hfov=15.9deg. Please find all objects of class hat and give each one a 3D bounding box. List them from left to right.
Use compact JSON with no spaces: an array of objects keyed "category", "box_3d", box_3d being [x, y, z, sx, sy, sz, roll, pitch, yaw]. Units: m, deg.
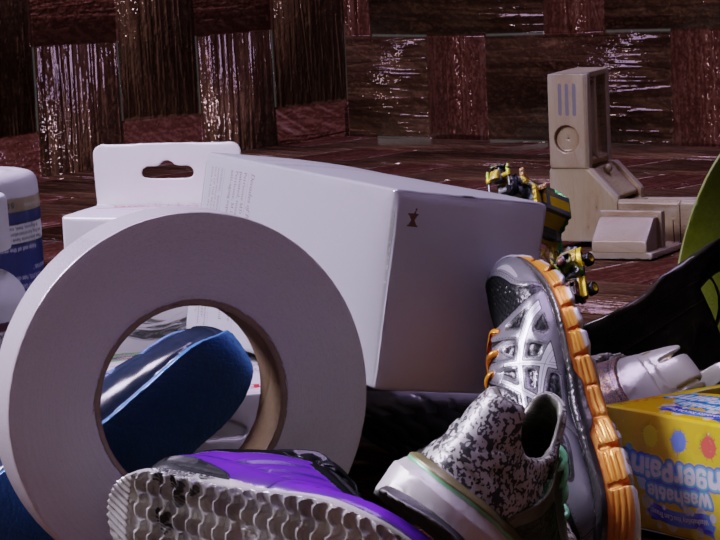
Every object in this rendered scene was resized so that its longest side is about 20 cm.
[{"category":"hat","box_3d":[0.190,0.059,1.684,0.200,0.081,0.201,-29,-10,-6]}]

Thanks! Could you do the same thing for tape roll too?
[{"category":"tape roll","box_3d":[-0.094,0.068,1.356,0.201,0.205,0.037,-6,9,-22]}]

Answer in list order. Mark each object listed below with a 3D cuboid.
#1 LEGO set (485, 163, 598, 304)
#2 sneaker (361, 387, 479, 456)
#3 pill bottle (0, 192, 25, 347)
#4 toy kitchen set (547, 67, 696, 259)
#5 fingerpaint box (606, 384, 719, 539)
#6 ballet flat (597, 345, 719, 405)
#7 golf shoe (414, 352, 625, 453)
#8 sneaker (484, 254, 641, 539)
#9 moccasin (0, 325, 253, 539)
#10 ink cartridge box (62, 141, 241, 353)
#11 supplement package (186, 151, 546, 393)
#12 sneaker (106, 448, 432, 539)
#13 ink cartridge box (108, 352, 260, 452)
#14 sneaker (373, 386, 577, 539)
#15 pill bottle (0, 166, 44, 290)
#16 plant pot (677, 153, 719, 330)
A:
[{"category":"LEGO set","box_3d":[0.050,0.010,1.755,0.199,0.155,0.115,-13,-22,40]},{"category":"sneaker","box_3d":[0.006,0.068,1.669,0.199,0.083,0.075,2,-28,35]},{"category":"pill bottle","box_3d":[-0.240,0.060,1.459,0.109,0.202,0.110,-3,7,0]},{"category":"toy kitchen set","box_3d":[0.283,-0.111,2.633,0.199,0.182,0.163,2,10,28]},{"category":"fingerpaint box","box_3d":[0.257,0.106,1.409,0.166,0.074,0.199,-8,8,-33]},{"category":"ballet flat","box_3d":[0.184,0.075,1.522,0.067,0.068,0.199,-42,-26,27]},{"category":"golf shoe","box_3d":[0.103,0.096,1.559,0.097,0.079,0.199,-5,4,34]},{"category":"sneaker","box_3d":[0.095,0.074,1.411,0.077,0.079,0.201,-15,50,-1]},{"category":"moccasin","box_3d":[-0.145,0.105,1.402,0.199,0.081,0.068,-33,21,-13]},{"category":"ink cartridge box","box_3d":[-0.137,0.017,1.745,0.115,0.202,0.067,-1,9,17]},{"category":"supplement package","box_3d":[0.000,0.000,1.549,0.116,0.118,0.199,5,5,-37]},{"category":"sneaker","box_3d":[-0.021,0.126,1.279,0.199,0.070,0.099,15,20,31]},{"category":"ink cartridge box","box_3d":[-0.098,0.100,1.545,0.144,0.085,0.200,-4,7,-7]},{"category":"sneaker","box_3d":[0.081,0.105,1.254,0.077,0.089,0.200,37,2,23]},{"category":"pill bottle","box_3d":[-0.251,0.040,1.614,0.110,0.202,0.111,-3,7,0]},{"category":"plant pot","box_3d":[0.342,0.015,1.771,0.198,0.189,0.187,13,4,-13]}]
